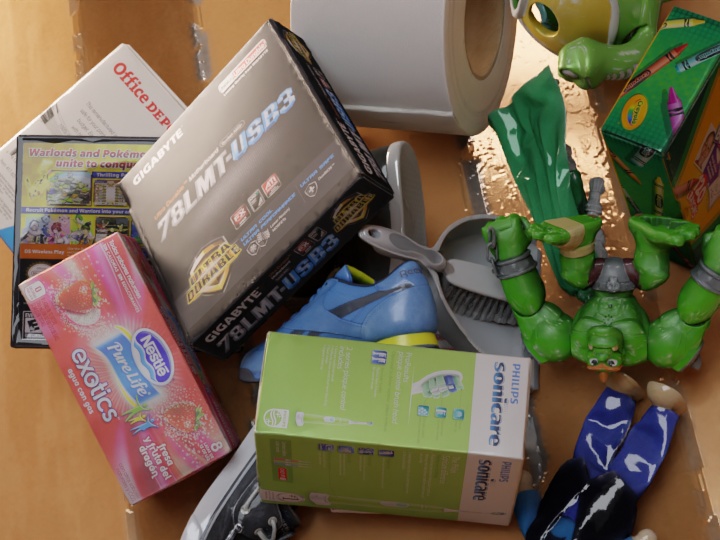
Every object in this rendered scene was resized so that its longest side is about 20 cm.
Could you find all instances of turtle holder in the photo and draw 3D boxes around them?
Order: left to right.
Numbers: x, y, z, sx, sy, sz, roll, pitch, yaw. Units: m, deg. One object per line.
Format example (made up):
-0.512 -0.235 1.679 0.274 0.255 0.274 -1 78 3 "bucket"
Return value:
0.194 -0.227 1.645 0.130 0.141 0.187 5 78 -7 "turtle holder"

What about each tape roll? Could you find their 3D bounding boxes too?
0.042 -0.220 1.662 0.138 0.203 0.204 5 66 21 "tape roll"

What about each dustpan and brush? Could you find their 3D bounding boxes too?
0.074 0.005 1.547 0.057 0.199 0.141 -36 43 53 "dustpan and brush"

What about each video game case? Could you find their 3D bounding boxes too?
-0.196 -0.023 1.666 0.198 0.026 0.183 1 86 1 "video game case"

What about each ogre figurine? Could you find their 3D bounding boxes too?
0.198 0.019 1.515 0.198 0.121 0.098 -4 18 -3 "ogre figurine"

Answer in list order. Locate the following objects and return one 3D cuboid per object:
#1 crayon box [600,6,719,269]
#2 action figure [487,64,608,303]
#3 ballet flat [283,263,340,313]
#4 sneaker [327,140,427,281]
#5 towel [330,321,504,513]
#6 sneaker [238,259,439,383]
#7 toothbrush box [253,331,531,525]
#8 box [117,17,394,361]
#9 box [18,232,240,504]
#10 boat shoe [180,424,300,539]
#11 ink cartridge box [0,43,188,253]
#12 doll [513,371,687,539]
0.256 -0.099 1.529 0.058 0.200 0.119 24 74 27 "crayon box"
0.168 -0.054 1.605 0.054 0.118 0.202 -11 74 -21 "action figure"
-0.069 -0.011 1.683 0.199 0.046 0.068 27 76 28 "ballet flat"
0.000 0.000 1.588 0.098 0.071 0.202 -7 78 24 "sneaker"
0.046 0.103 1.584 0.145 0.030 0.202 -1 64 0 "towel"
-0.020 0.042 1.527 0.199 0.066 0.079 -18 78 41 "sneaker"
0.023 0.122 1.477 0.198 0.146 0.087 6 63 3 "toothbrush box"
-0.089 -0.066 1.549 0.200 0.050 0.199 -44 49 17 "box"
-0.186 0.079 1.598 0.094 0.103 0.201 -28 87 0 "box"
-0.081 0.194 1.573 0.067 0.072 0.201 22 64 26 "boat shoe"
-0.234 -0.082 1.751 0.200 0.084 0.146 -40 59 -4 "ink cartridge box"
0.174 0.175 1.506 0.136 0.049 0.201 16 68 36 "doll"
